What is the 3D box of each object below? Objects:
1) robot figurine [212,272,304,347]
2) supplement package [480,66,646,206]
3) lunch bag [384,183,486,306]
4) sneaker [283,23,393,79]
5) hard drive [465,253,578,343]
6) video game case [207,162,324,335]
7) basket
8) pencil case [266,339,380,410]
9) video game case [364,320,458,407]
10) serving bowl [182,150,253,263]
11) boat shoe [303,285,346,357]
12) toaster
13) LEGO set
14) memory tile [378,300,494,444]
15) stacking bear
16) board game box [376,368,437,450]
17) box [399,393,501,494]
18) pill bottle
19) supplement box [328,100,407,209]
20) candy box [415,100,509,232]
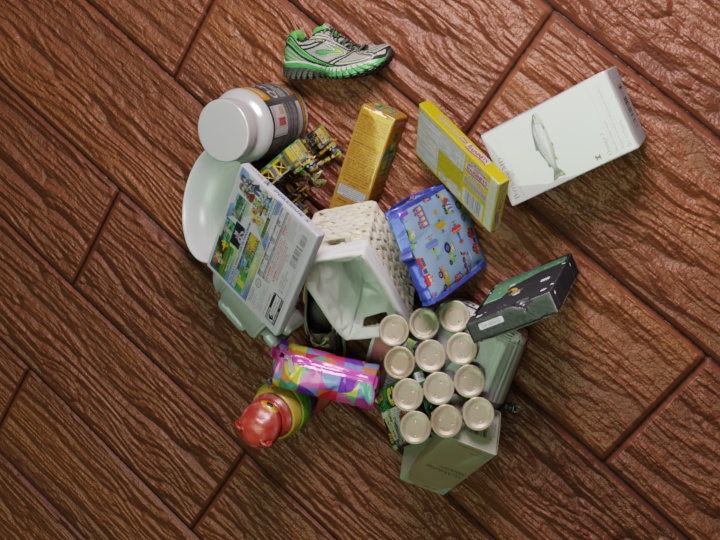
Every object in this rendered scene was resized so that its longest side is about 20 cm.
[{"bbox_3d":[-0.186,0.037,1.548,0.169,0.113,0.201,-39,86,26],"label":"robot figurine"},{"bbox_3d":[0.295,-0.195,1.265,0.197,0.117,0.119,-25,95,28],"label":"supplement package"},{"bbox_3d":[0.108,-0.041,1.346,0.092,0.200,0.154,-19,97,26],"label":"lunch bag"},{"bbox_3d":[-0.040,-0.350,1.394,0.195,0.078,0.087,6,106,23],"label":"sneaker"},{"bbox_3d":[0.247,0.040,1.307,0.138,0.200,0.038,-24,97,26],"label":"hard drive"},{"bbox_3d":[-0.152,-0.032,1.357,0.182,0.022,0.203,42,126,23],"label":"video game case"},{"bbox_3d":[0.000,0.000,1.406,0.133,0.125,0.201,-8,136,26],"label":"basket"},{"bbox_3d":[-0.062,0.180,1.499,0.195,0.089,0.090,14,111,-3],"label":"pencil case"},{"bbox_3d":[0.097,0.191,1.520,0.196,0.017,0.146,23,112,16],"label":"video game case"},{"bbox_3d":[-0.229,-0.111,1.496,0.198,0.065,0.206,-10,77,48],"label":"serving bowl"},{"bbox_3d":[-0.068,0.101,1.544,0.070,0.059,0.205,5,107,21],"label":"boat shoe"},{"bbox_3d":[0.185,0.131,1.402,0.197,0.113,0.132,26,100,16],"label":"toaster"},{"bbox_3d":[-0.092,-0.142,1.418,0.153,0.200,0.117,-36,97,15],"label":"LEGO set"},{"bbox_3d":[0.114,0.156,1.340,0.150,0.017,0.205,-14,80,5],"label":"memory tile"},{"bbox_3d":[-0.145,0.245,1.540,0.120,0.200,0.115,36,116,10],"label":"stacking bear"},{"bbox_3d":[0.077,0.232,1.437,0.200,0.023,0.107,132,123,-66],"label":"board game box"},{"bbox_3d":[0.145,0.290,1.435,0.093,0.079,0.201,20,143,-8],"label":"box"},{"bbox_3d":[-0.173,-0.240,1.416,0.114,0.200,0.119,6,108,21],"label":"pill bottle"},{"bbox_3d":[0.010,-0.170,1.429,0.068,0.066,0.204,24,114,16],"label":"supplement box"},{"bbox_3d":[0.150,-0.160,1.322,0.201,0.026,0.103,52,154,31],"label":"candy box"}]
